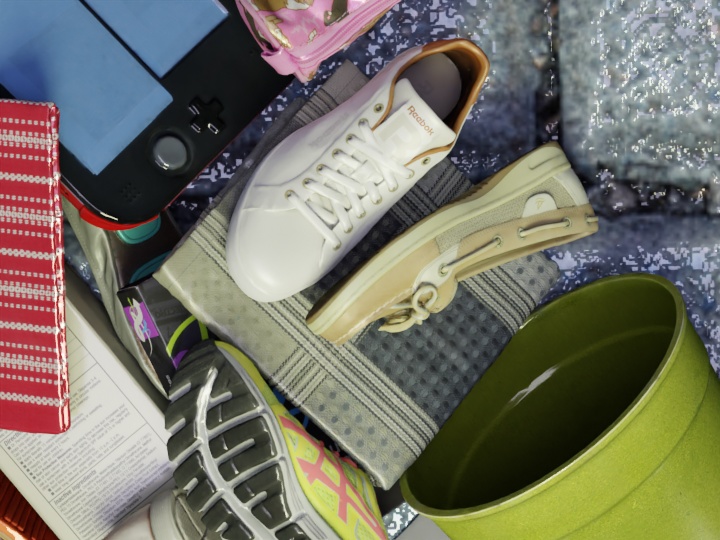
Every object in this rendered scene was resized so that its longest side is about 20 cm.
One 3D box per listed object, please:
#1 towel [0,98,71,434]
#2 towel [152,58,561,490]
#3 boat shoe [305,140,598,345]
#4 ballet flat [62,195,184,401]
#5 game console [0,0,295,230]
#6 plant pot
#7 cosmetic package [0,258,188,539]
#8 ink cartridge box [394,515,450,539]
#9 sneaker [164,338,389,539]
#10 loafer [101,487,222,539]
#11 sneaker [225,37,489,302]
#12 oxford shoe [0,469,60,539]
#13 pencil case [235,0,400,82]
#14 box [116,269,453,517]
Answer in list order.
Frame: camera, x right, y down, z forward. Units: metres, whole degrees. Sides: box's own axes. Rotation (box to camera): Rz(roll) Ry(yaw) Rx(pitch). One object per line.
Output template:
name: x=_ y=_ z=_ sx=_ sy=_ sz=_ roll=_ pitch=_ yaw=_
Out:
towel: x=-0.236 y=-0.003 z=0.998 sx=0.144 sy=0.022 sz=0.202 roll=4 pitch=106 yaw=11
towel: x=0.000 y=0.000 z=1.049 sx=0.200 sy=0.035 sz=0.193 roll=45 pitch=68 yaw=-10
boat shoe: x=0.057 y=-0.006 z=1.017 sx=0.200 sy=0.073 sz=0.063 roll=-32 pitch=88 yaw=-31
ballet flat: x=-0.141 y=-0.010 z=1.071 sx=0.067 sy=0.064 sz=0.201 roll=-26 pitch=99 yaw=-37
game console: x=-0.154 y=-0.139 z=1.027 sx=0.200 sy=0.031 sz=0.177 roll=46 pitch=64 yaw=-6
plant pot: x=0.159 y=0.141 z=1.037 sx=0.200 sy=0.200 sz=0.193 roll=-38 pitch=108 yaw=4
cosmetic package: x=-0.185 y=0.077 z=1.072 sx=0.105 sy=0.071 sz=0.200 roll=-37 pitch=96 yaw=5
ink cartridge box: x=0.061 y=0.241 z=1.051 sx=0.116 sy=0.200 sz=0.067 roll=-46 pitch=118 yaw=5
sneaker: x=-0.039 y=0.126 z=1.001 sx=0.078 sy=0.090 sz=0.201 roll=-29 pitch=91 yaw=34
loafer: x=-0.086 y=0.205 z=1.068 sx=0.063 sy=0.072 sz=0.200 roll=-27 pitch=130 yaw=14
sneaker: x=-0.001 y=-0.067 z=0.997 sx=0.073 sy=0.085 sz=0.200 roll=44 pitch=69 yaw=-11
oxford shoe: x=-0.220 y=0.184 z=1.087 sx=0.200 sy=0.071 sz=0.073 roll=41 pitch=100 yaw=-5
pencil case: x=0.014 y=-0.196 z=1.029 sx=0.199 sy=0.087 sz=0.083 roll=-35 pitch=103 yaw=0
box: x=-0.042 y=0.069 z=1.059 sx=0.143 sy=0.036 sz=0.201 roll=-30 pitch=99 yaw=-29
